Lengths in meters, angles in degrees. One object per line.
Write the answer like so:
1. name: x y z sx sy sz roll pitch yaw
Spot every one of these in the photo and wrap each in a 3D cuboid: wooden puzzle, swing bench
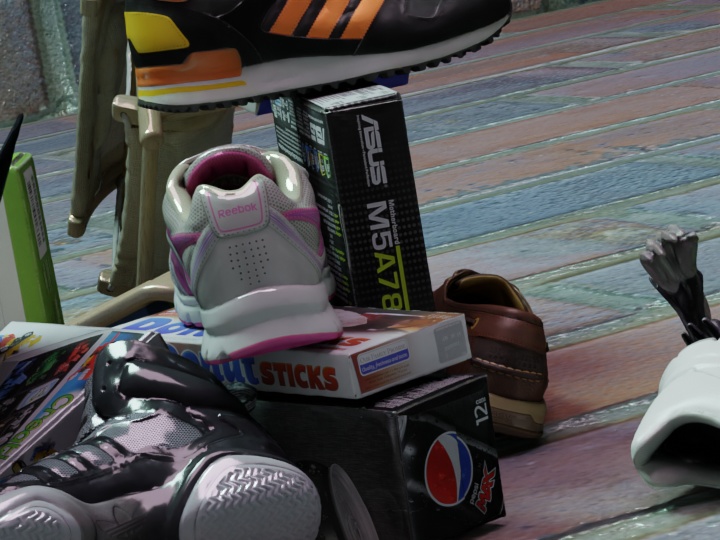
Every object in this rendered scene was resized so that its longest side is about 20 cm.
1. wooden puzzle: -0.144 0.039 1.610 0.199 0.046 0.185 -22 4 22
2. swing bench: -0.116 -0.082 1.804 0.129 0.200 0.200 -12 45 -21

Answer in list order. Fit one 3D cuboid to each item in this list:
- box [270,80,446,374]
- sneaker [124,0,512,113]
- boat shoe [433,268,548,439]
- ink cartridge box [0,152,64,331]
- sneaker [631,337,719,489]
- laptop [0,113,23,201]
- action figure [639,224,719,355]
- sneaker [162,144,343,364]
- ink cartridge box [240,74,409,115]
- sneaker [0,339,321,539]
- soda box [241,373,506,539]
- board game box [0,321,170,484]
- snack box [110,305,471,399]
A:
1. box: 0.000 0.000 1.450 0.047 0.194 0.200 -13 9 -8
2. sneaker: -0.021 -0.138 1.418 0.199 0.090 0.070 -13 10 -13
3. boat shoe: 0.066 0.034 1.504 0.072 0.068 0.200 13 8 -10
4. ink cartridge box: -0.294 0.016 1.774 0.199 0.149 0.076 -9 9 2
5. sneaker: 0.210 0.071 1.249 0.199 0.075 0.087 -11 19 36
6. laptop: -0.250 0.036 1.326 0.199 0.116 0.187 -12 26 15
7. action figure: 0.211 0.014 1.444 0.118 0.102 0.200 -19 9 11
8. sneaker: -0.052 -0.019 1.334 0.081 0.089 0.200 -12 11 -8
9. ink cartridge box: -0.043 -0.126 1.629 0.099 0.039 0.200 -13 19 -23
10. sneaker: -0.125 0.095 1.249 0.199 0.076 0.114 -7 41 -17
11. soda box: -0.026 0.085 1.336 0.063 0.071 0.199 -16 12 -41
12. board game box: -0.190 0.096 1.334 0.126 0.035 0.200 3 38 50
13. snack box: -0.040 0.036 1.343 0.072 0.024 0.200 -19 13 -38
